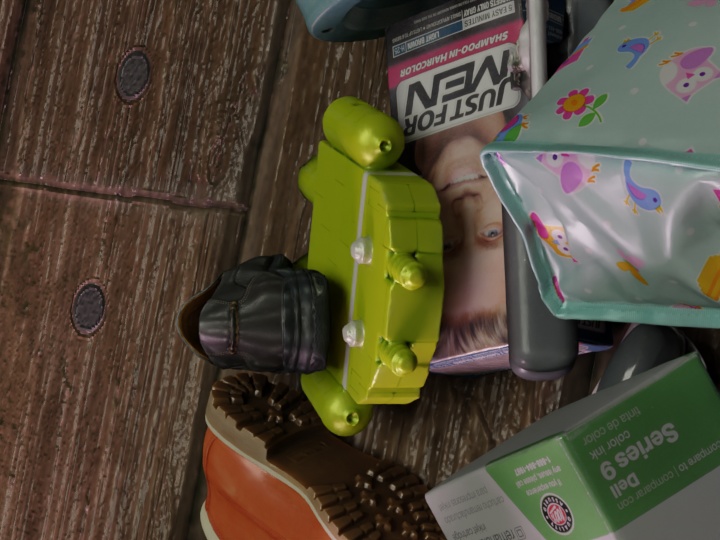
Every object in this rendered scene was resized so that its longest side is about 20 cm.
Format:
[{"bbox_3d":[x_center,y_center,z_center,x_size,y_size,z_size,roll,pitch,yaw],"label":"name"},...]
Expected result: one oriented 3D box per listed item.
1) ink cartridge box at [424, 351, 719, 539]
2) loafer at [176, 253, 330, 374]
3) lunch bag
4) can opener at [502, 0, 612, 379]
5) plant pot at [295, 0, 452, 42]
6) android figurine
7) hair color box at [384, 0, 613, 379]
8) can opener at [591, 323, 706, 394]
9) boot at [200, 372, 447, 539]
[{"bbox_3d":[0.133,0.156,0.749,0.201,0.087,0.145,60,153,3],"label":"ink cartridge box"},{"bbox_3d":[-0.072,0.025,0.988,0.200,0.072,0.073,164,106,-76],"label":"loafer"},{"bbox_3d":[0.185,-0.059,0.743,0.199,0.122,0.171,3,42,42],"label":"lunch bag"},{"bbox_3d":[0.104,-0.048,0.845,0.066,0.053,0.202,-2,77,3],"label":"can opener"},{"bbox_3d":[0.006,-0.239,0.954,0.199,0.199,0.189,-24,81,36],"label":"plant pot"},{"bbox_3d":[0.000,0.000,0.939,0.200,0.041,0.183,-133,47,-67],"label":"android figurine"},{"bbox_3d":[0.074,-0.049,0.934,0.100,0.060,0.202,-16,72,39],"label":"hair color box"},{"bbox_3d":[0.108,0.113,0.867,0.053,0.067,0.201,39,107,39],"label":"can opener"},{"bbox_3d":[-0.021,0.155,0.982,0.200,0.075,0.108,37,123,36],"label":"boot"}]
